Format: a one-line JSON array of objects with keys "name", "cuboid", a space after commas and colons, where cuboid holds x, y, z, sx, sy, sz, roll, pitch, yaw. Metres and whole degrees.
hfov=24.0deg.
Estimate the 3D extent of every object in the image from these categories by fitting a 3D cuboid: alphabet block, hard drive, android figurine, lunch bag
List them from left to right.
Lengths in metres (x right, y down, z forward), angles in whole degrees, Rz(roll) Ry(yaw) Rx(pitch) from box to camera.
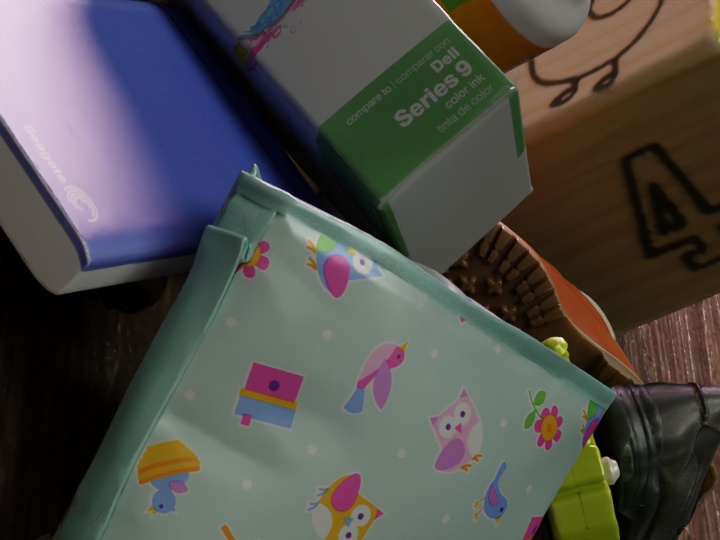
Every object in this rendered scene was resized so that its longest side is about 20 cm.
[{"name": "hard drive", "cuboid": [-0.097, -0.058, 0.691, 0.132, 0.025, 0.200, 55, 23, 10]}, {"name": "lunch bag", "cuboid": [-0.020, 0.070, 0.674, 0.200, 0.122, 0.171, 31, 86, -43]}, {"name": "android figurine", "cuboid": [0.116, 0.125, 0.908, 0.183, 0.041, 0.201, -102, 179, -51]}, {"name": "alphabet block", "cuboid": [0.202, -0.107, 1.143, 0.196, 0.199, 0.196, 43, 37, -31]}]

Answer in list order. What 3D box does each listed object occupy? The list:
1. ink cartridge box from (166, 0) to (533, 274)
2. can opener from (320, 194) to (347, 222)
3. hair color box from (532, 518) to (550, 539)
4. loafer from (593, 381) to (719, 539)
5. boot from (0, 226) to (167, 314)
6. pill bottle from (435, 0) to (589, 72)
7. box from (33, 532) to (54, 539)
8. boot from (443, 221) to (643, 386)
[{"name": "ink cartridge box", "cuboid": [-0.014, -0.103, 0.811, 0.200, 0.087, 0.145, 47, -5, 18]}, {"name": "can opener", "cuboid": [0.000, 0.000, 0.887, 0.053, 0.067, 0.200, 51, 34, -22]}, {"name": "hair color box", "cuboid": [0.056, 0.167, 0.859, 0.100, 0.060, 0.201, 13, 57, -53]}, {"name": "loafer", "cuboid": [0.173, 0.129, 0.979, 0.200, 0.072, 0.073, 83, -5, -60]}, {"name": "boot", "cuboid": [-0.138, -0.014, 0.684, 0.150, 0.073, 0.201, 25, 41, -47]}, {"name": "pill bottle", "cuboid": [0.058, -0.162, 0.946, 0.111, 0.199, 0.112, 36, 41, -38]}, {"name": "box", "cuboid": [-0.115, 0.212, 0.592, 0.144, 0.036, 0.201, -29, 94, -59]}, {"name": "boot", "cuboid": [0.099, 0.024, 1.033, 0.200, 0.075, 0.107, 47, 18, -21]}]
